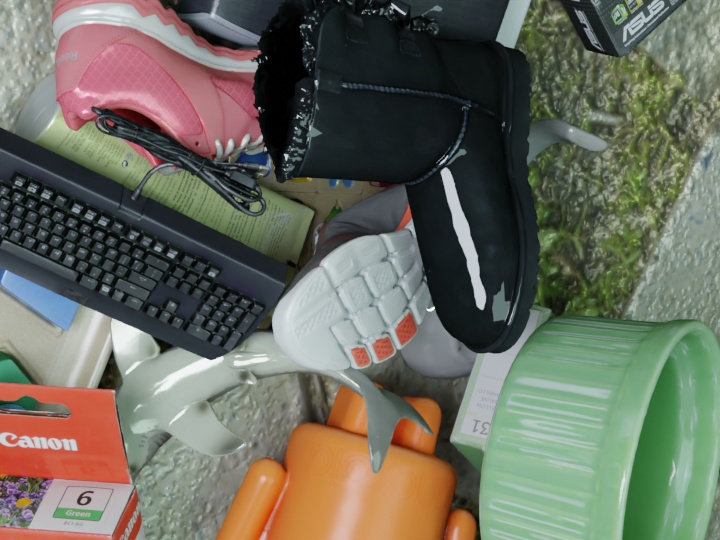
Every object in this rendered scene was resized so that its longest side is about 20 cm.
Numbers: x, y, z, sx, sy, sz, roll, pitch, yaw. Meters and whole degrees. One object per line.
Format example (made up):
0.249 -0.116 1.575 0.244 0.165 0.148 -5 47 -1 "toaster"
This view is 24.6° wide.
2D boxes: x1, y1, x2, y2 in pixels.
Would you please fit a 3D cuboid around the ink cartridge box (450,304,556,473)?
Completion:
0.100 0.138 1.093 0.146 0.048 0.202 48 59 -58 "ink cartridge box"

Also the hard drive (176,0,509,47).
0.003 -0.178 0.972 0.198 0.042 0.136 11 109 -26 "hard drive"

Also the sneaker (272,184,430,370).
0.000 0.000 1.008 0.200 0.081 0.078 -36 119 -45 "sneaker"

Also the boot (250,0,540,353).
0.020 -0.058 0.929 0.161 0.073 0.200 8 78 -35 "boot"

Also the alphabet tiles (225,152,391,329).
-0.015 -0.050 1.062 0.165 0.006 0.202 0 104 -30 "alphabet tiles"

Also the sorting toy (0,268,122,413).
-0.230 0.026 0.937 0.199 0.036 0.187 21 93 -33 "sorting toy"

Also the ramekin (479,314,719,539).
0.151 0.123 1.031 0.200 0.097 0.202 -28 123 -57 "ramekin"

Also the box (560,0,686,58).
0.191 -0.278 1.098 0.200 0.047 0.194 -42 118 -13 "box"

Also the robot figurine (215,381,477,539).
-0.007 0.173 1.057 0.143 0.116 0.202 23 79 -50 "robot figurine"

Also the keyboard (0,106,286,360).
-0.129 -0.028 0.897 0.199 0.021 0.127 25 117 -21 "keyboard"

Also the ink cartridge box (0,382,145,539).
-0.180 0.159 0.941 0.108 0.050 0.202 2 123 11 "ink cartridge box"

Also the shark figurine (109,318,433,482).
-0.070 0.066 1.001 0.212 0.089 0.130 -9 87 7 "shark figurine"

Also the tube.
-0.111 -0.046 0.978 0.199 0.052 0.058 31 107 -33 "tube"

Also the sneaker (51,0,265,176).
-0.091 -0.086 0.941 0.199 0.074 0.088 19 63 -32 "sneaker"

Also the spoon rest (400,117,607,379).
0.091 -0.015 1.112 0.099 0.061 0.201 18 107 -41 "spoon rest"

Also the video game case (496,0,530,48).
0.033 -0.233 0.998 0.198 0.024 0.184 11 109 -26 "video game case"
